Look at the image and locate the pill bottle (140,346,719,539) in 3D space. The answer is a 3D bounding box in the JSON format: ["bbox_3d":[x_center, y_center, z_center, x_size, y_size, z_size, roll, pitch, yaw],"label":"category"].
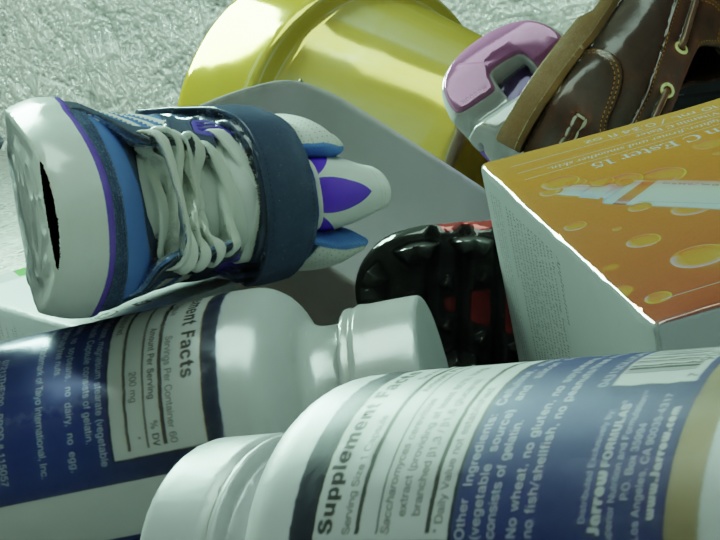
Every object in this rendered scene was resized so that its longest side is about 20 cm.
[{"bbox_3d":[0.040,0.080,0.567,0.199,0.112,0.111,-7,11,38],"label":"pill bottle"}]

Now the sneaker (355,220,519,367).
[{"bbox_3d":[0.091,0.011,0.906,0.199,0.071,0.098,3,11,-13],"label":"sneaker"}]

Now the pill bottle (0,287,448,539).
[{"bbox_3d":[-0.066,0.068,0.786,0.199,0.111,0.111,-12,9,9],"label":"pill bottle"}]

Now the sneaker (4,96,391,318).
[{"bbox_3d":[-0.056,-0.031,0.816,0.146,0.081,0.200,-9,1,-11],"label":"sneaker"}]

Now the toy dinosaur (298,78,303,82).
[{"bbox_3d":[-0.050,0.006,1.128,0.047,0.201,0.088,17,-32,-21],"label":"toy dinosaur"}]

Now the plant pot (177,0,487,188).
[{"bbox_3d":[0.027,-0.063,1.220,0.200,0.202,0.189,-21,24,-38],"label":"plant pot"}]

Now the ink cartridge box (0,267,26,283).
[{"bbox_3d":[-0.217,0.060,1.130,0.199,0.085,0.146,-17,9,-12],"label":"ink cartridge box"}]

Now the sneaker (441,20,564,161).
[{"bbox_3d":[0.119,-0.030,1.032,0.080,0.200,0.089,-35,-33,-4],"label":"sneaker"}]

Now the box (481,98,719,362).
[{"bbox_3d":[0.133,0.015,0.758,0.124,0.098,0.200,-16,20,-8],"label":"box"}]

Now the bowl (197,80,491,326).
[{"bbox_3d":[0.000,0.000,1.011,0.200,0.075,0.200,32,23,10],"label":"bowl"}]

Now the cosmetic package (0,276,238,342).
[{"bbox_3d":[-0.108,0.055,0.958,0.071,0.102,0.200,-18,11,-23],"label":"cosmetic package"}]

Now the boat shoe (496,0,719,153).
[{"bbox_3d":[0.136,-0.105,0.989,0.200,0.070,0.070,-54,-10,-32],"label":"boat shoe"}]

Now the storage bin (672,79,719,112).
[{"bbox_3d":[0.185,-0.058,1.088,0.200,0.136,0.094,-4,13,46],"label":"storage bin"}]

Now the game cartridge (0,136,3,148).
[{"bbox_3d":[-0.196,0.044,0.807,0.038,0.200,0.130,31,20,-4],"label":"game cartridge"}]
